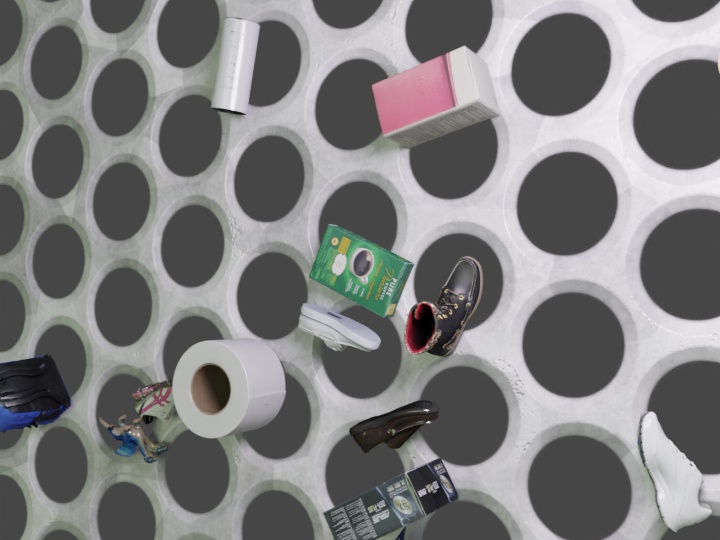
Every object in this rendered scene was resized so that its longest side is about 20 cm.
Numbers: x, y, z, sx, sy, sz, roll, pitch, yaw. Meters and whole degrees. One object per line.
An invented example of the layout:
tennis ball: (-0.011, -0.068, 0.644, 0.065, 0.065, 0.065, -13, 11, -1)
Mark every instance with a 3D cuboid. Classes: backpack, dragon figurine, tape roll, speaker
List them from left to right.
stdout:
backpack: (-0.841, 0.317, 2.067, 0.168, 0.200, 0.163, -42, 71, 20)
dragon figurine: (-0.540, 0.394, 1.970, 0.199, 0.059, 0.100, 0, 114, 30)
tape roll: (-0.278, 0.247, 1.799, 0.202, 0.139, 0.204, -1, 88, 28)
speaker: (-0.274, -0.444, 1.855, 0.081, 0.081, 0.201, 10, 93, 28)

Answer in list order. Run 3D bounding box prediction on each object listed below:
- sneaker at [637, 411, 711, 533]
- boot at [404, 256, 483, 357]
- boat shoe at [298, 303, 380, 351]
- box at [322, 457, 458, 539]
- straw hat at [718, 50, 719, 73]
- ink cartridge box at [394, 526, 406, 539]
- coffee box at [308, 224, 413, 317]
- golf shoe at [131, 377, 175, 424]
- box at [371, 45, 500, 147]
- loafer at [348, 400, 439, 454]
sneaker: (0.519, 0.329, 1.414, 0.087, 0.074, 0.201, -20, 86, 14)
boot: (0.153, 0.069, 1.565, 0.073, 0.150, 0.201, 27, 101, 26)
boat shoe: (-0.045, 0.130, 1.723, 0.199, 0.073, 0.066, 25, 105, 37)
box: (0.059, 0.443, 1.596, 0.200, 0.164, 0.086, -32, 74, 23)
straw hat: (0.669, -0.347, 1.338, 0.200, 0.085, 0.202, -1, 87, 28)
ink cartridge box: (0.032, 0.603, 1.563, 0.040, 0.201, 0.200, 15, 133, -10)
coffee box: (0.000, 0.000, 1.711, 0.199, 0.044, 0.124, 26, 101, 27)
golf shoe: (-0.435, 0.293, 1.925, 0.199, 0.072, 0.093, -20, 87, 36)
box: (0.142, -0.323, 1.598, 0.199, 0.128, 0.110, -17, 79, 26)
loafer: (0.074, 0.308, 1.653, 0.199, 0.073, 0.072, -23, 87, 31)
